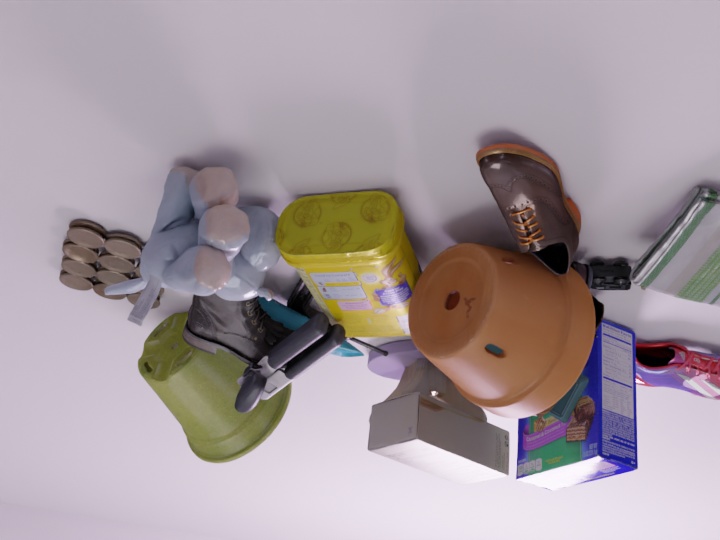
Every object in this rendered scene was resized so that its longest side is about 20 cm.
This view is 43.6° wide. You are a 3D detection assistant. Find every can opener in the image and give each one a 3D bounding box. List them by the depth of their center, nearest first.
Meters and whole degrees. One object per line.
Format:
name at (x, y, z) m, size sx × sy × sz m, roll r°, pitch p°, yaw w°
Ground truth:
can opener at (-0.097, 0.129, 1.163) m, size 0.053 × 0.067 × 0.200 m, roll 34°, pitch 133°, yaw -19°

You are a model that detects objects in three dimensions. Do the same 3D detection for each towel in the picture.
towel at (0.422, -0.017, 1.004) m, size 0.199 × 0.031 × 0.150 m, roll 13°, pitch 136°, yaw -14°

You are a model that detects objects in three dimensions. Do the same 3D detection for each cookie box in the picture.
cookie box at (0.300, 0.189, 1.263) m, size 0.075 × 0.201 × 0.171 m, roll 22°, pitch 148°, yaw -24°

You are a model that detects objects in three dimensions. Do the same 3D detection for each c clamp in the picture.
c clamp at (-0.018, 0.053, 1.281) m, size 0.170 × 0.027 × 0.200 m, roll 17°, pitch 151°, yaw -4°

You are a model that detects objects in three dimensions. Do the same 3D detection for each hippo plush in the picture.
hippo plush at (-0.156, -0.009, 1.036) m, size 0.160 × 0.201 × 0.159 m, roll 22°, pitch -171°, yaw -46°

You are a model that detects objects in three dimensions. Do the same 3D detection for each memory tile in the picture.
memory tile at (-0.342, -0.004, 1.261) m, size 0.152 × 0.017 × 0.200 m, roll 16°, pitch 151°, yaw -15°

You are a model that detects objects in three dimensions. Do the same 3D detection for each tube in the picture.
tube at (-0.092, 0.084, 1.304) m, size 0.199 × 0.051 × 0.077 m, roll 27°, pitch 167°, yaw -22°

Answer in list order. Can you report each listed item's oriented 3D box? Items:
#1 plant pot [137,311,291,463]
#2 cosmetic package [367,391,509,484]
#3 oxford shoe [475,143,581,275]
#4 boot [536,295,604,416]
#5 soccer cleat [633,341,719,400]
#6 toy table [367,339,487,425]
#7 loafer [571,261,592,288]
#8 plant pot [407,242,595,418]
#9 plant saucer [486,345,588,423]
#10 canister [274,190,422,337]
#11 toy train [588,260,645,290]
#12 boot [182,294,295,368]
plant pot at (-0.238, 0.164, 1.392) m, size 0.199 × 0.201 × 0.184 m, roll -10°, pitch 135°, yaw 30°
cosmetic package at (0.117, 0.247, 1.309) m, size 0.199 × 0.072 × 0.105 m, roll 29°, pitch 144°, yaw -36°
oxford shoe at (0.184, -0.064, 0.956) m, size 0.071 × 0.073 × 0.200 m, roll -15°, pitch 145°, yaw 34°
boot at (0.250, 0.098, 1.133) m, size 0.074 × 0.200 × 0.075 m, roll 40°, pitch 138°, yaw -2°
soccer cleat at (0.470, 0.137, 1.274) m, size 0.199 × 0.067 × 0.077 m, roll 5°, pitch 148°, yaw 10°
toy table at (0.103, 0.186, 1.398) m, size 0.199 × 0.118 × 0.184 m, roll -13°, pitch 146°, yaw 31°
loafer at (0.213, 0.037, 1.146) m, size 0.063 × 0.072 × 0.200 m, roll 22°, pitch 152°, yaw -16°
plant pot at (0.150, 0.055, 1.046) m, size 0.140 × 0.201 × 0.199 m, roll 26°, pitch 147°, yaw -35°
plant saucer at (0.206, 0.130, 1.229) m, size 0.199 × 0.070 × 0.019 m, roll 29°, pitch -169°, yaw 20°
canister at (0.000, 0.000, 1.092) m, size 0.148 × 0.087 × 0.200 m, roll -3°, pitch 146°, yaw 18°
toy train at (0.374, 0.011, 1.090) m, size 0.199 × 0.034 × 0.046 m, roll 1°, pitch 155°, yaw 12°
boot at (-0.145, 0.039, 1.192) m, size 0.199 × 0.069 × 0.175 m, roll 11°, pitch 125°, yaw -8°
